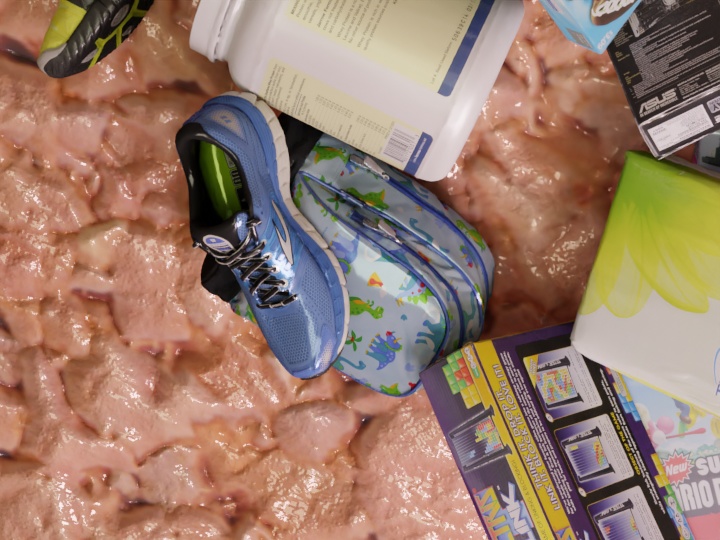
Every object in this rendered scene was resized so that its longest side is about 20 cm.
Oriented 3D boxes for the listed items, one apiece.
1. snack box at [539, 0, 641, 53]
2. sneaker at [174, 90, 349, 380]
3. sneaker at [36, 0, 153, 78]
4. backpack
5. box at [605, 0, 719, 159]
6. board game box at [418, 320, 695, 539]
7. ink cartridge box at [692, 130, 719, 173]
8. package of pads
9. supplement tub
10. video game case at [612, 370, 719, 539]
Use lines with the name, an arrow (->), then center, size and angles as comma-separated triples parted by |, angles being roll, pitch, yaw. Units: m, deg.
snack box -> 0.178, -0.254, 1.049 | 0.200, 0.037, 0.116 | -53, 135, -4
sneaker -> -0.075, -0.016, 1.097 | 0.078, 0.089, 0.201 | -20, 96, 33
sneaker -> -0.179, -0.230, 1.175 | 0.076, 0.075, 0.201 | 35, 100, 4
backpack -> 0.000, 0.000, 1.190 | 0.199, 0.154, 0.164 | 25, 119, -15
box -> 0.254, -0.187, 1.079 | 0.199, 0.159, 0.050 | -26, 147, 15
board game box -> 0.144, 0.141, 1.151 | 0.057, 0.165, 0.201 | -33, 74, 38
ink cartridge box -> 0.301, -0.129, 1.148 | 0.118, 0.042, 0.202 | 5, 107, 6
package of pads -> 0.253, 0.021, 1.120 | 0.199, 0.068, 0.156 | 26, 107, 31
supplement tub -> -0.003, -0.165, 1.125 | 0.199, 0.145, 0.146 | 26, 110, -1
video game case -> 0.258, 0.114, 1.177 | 0.142, 0.017, 0.202 | -16, 85, 35
